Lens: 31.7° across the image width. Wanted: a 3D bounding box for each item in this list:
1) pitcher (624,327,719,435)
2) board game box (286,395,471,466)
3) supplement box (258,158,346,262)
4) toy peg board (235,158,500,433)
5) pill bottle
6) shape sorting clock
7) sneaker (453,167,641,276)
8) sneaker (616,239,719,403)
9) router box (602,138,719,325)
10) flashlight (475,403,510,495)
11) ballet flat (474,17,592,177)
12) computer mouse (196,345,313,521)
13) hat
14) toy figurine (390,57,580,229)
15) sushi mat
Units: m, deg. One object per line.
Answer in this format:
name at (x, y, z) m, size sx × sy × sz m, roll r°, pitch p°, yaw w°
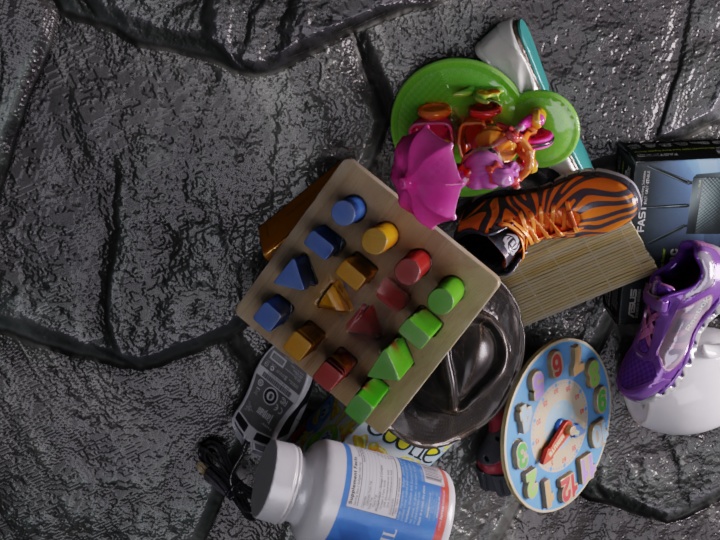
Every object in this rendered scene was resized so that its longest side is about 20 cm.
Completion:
pitcher at (0.409, 0.106, 1.442) m, size 0.197 × 0.122 × 0.172 m, roll -10°, pitch 146°, yaw -9°
board game box at (0.012, 0.189, 1.433) m, size 0.103 × 0.105 × 0.200 m, roll 40°, pitch 102°, yaw -23°
supplement box at (0.000, 0.000, 1.360) m, size 0.126 × 0.074 × 0.200 m, roll -38°, pitch 115°, yaw 8°
toy peg board at (-0.002, 0.031, 1.238) m, size 0.199 × 0.098 × 0.201 m, roll 39°, pitch 103°, yaw 5°
pill bottle at (-0.010, 0.242, 1.333) m, size 0.198 × 0.113 × 0.113 m, roll 16°, pitch 111°, yaw -15°
shape sorting clock at (0.228, 0.177, 1.451) m, size 0.199 × 0.039 × 0.203 m, roll -15°, pitch 111°, yaw -43°
sneaker at (0.186, -0.042, 1.305) m, size 0.198 × 0.112 × 0.078 m, roll -9°, pitch 117°, yaw 35°
sneaker at (0.329, 0.047, 1.360) m, size 0.088 × 0.081 × 0.201 m, roll 25°, pitch 104°, yaw -35°
router box at (0.355, -0.043, 1.409) m, size 0.148 × 0.062 × 0.202 m, roll -3°, pitch 115°, yaw -7°
flashlight at (0.152, 0.159, 1.457) m, size 0.067 × 0.068 × 0.202 m, roll -33°, pitch 121°, yaw -33°
ballet flat at (0.179, -0.167, 1.328) m, size 0.069 × 0.070 × 0.201 m, roll -29°, pitch 112°, yaw 4°
computer mouse at (-0.104, 0.170, 1.423) m, size 0.201 × 0.109 × 0.044 m, roll -59°, pitch 153°, yaw 12°
hat at (0.104, 0.097, 1.323) m, size 0.198 × 0.081 × 0.204 m, roll -5°, pitch 102°, yaw -22°
toy figurine at (0.107, -0.107, 1.235) m, size 0.197 × 0.184 × 0.152 m, roll 3°, pitch 117°, yaw 14°
sushi mat at (0.219, 0.001, 1.393) m, size 0.198 × 0.012 × 0.096 m, roll -24°, pitch 116°, yaw 26°
